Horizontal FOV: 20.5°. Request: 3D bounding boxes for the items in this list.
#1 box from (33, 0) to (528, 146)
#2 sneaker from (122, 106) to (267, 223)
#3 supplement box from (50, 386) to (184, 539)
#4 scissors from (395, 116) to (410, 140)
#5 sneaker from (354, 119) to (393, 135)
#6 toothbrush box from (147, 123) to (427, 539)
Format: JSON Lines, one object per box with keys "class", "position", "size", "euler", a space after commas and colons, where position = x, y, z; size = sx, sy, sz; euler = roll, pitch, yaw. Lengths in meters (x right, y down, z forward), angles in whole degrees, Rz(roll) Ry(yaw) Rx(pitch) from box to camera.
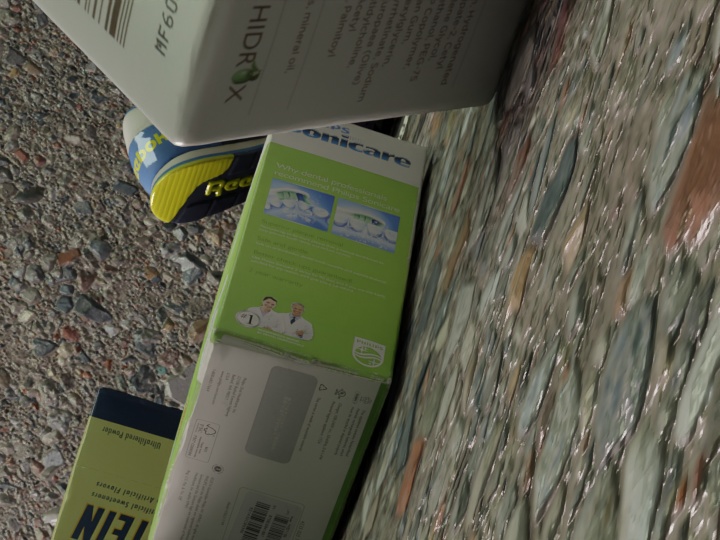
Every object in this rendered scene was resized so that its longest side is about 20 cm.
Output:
{"class": "box", "position": [-0.035, -0.188, 0.789], "size": [0.199, 0.171, 0.200], "euler": [45, 129, 34]}
{"class": "sneaker", "position": [-0.073, -0.094, 1.363], "size": [0.082, 0.200, 0.074], "euler": [50, 133, 29]}
{"class": "supplement box", "position": [-0.135, 0.191, 1.294], "size": [0.200, 0.134, 0.200], "euler": [144, 143, -82]}
{"class": "scissors", "position": [0.000, 0.000, 1.162], "size": [0.073, 0.014, 0.200], "euler": [-76, 6, -58]}
{"class": "sneaker", "position": [-0.009, -0.076, 1.306], "size": [0.088, 0.076, 0.200], "euler": [-42, -19, -23]}
{"class": "toothbrush box", "position": [-0.034, 0.036, 0.976], "size": [0.200, 0.086, 0.146], "euler": [-82, 9, -55]}
